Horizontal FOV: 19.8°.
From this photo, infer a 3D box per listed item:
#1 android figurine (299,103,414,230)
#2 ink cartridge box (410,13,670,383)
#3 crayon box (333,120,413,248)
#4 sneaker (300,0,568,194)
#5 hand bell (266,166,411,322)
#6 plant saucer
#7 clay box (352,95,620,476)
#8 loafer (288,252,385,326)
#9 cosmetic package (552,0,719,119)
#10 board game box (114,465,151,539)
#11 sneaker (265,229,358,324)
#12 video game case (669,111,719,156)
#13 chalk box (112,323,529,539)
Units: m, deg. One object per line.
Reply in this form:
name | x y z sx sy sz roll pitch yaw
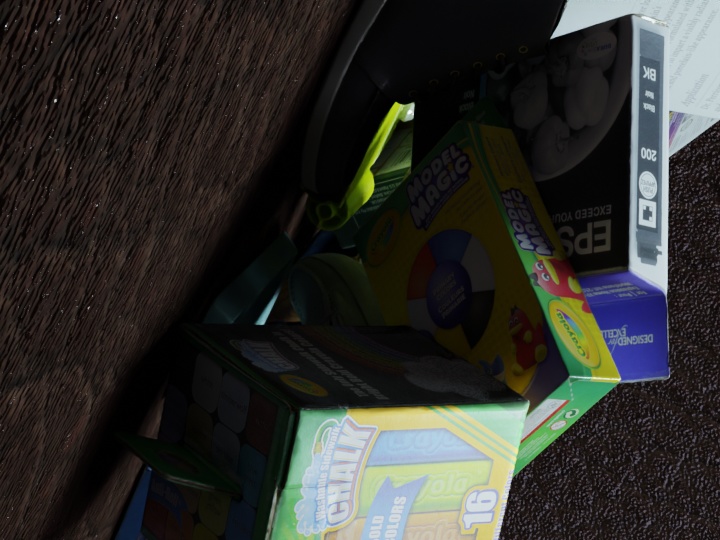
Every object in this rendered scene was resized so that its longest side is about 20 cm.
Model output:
android figurine | 0.015 -0.116 1.338 0.183 0.041 0.200 -64 175 24
ink cartridge box | 0.100 -0.031 1.203 0.197 0.043 0.202 -11 -105 52
crayon box | 0.066 -0.095 1.484 0.125 0.052 0.200 -13 -156 32
sneaker | 0.043 -0.115 1.174 0.201 0.106 0.075 -64 177 20
hand bell | 0.000 0.000 1.383 0.199 0.104 0.104 -23 -152 46
plant saucer | -0.075 0.028 1.272 0.070 0.019 0.200 -64 176 16
clay box | 0.063 0.008 1.171 0.047 0.201 0.115 5 141 -40
loafer | -0.011 0.046 1.273 0.200 0.069 0.071 -133 -146 -59
cosmetic package | 0.176 -0.215 1.299 0.165 0.198 0.166 113 -15 -64
board game box | -0.116 0.164 1.390 0.201 0.056 0.196 -65 177 33
sneaker | -0.040 0.043 1.528 0.082 0.073 0.201 100 12 -60
video game case | 0.217 -0.117 1.469 0.182 0.023 0.200 -36 165 -14
chalk box | -0.033 0.105 1.084 0.124 0.199 0.125 31 -65 51
